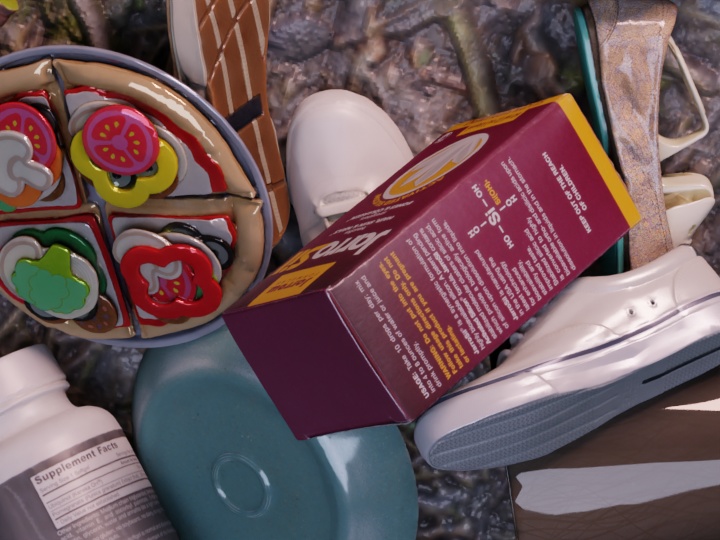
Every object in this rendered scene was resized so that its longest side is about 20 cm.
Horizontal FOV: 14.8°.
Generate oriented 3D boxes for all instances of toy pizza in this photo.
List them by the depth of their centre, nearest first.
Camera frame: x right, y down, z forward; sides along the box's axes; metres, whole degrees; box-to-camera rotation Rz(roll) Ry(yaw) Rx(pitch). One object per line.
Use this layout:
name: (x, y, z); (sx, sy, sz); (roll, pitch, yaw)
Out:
toy pizza: (-0.146, -0.033, 1.525); (0.200, 0.032, 0.201); (9, 128, 12)

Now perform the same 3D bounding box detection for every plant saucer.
plant saucer: (-0.060, 0.117, 1.594); (0.200, 0.036, 0.200); (17, 123, 28)

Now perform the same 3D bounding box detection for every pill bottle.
pill bottle: (-0.170, 0.148, 1.599); (0.111, 0.111, 0.200); (-30, 83, 15)

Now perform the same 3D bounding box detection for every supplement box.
supplement box: (0.039, -0.002, 1.487); (0.110, 0.200, 0.086); (-13, 112, 55)

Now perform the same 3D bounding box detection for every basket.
basket: (0.182, 0.107, 1.579); (0.199, 0.136, 0.181); (-9, 113, 3)

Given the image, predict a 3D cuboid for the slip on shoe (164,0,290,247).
slip on shoe: (-0.087, -0.106, 1.539); (0.060, 0.076, 0.200); (5, 116, 34)

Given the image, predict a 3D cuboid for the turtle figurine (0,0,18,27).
turtle figurine: (-0.275, -0.111, 1.544); (0.200, 0.064, 0.161); (33, 111, -10)

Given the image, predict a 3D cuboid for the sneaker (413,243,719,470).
sneaker: (0.111, 0.046, 1.499); (0.200, 0.071, 0.073); (-21, 150, -19)

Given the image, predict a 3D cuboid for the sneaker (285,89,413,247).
sneaker: (0.000, 0.000, 1.563); (0.075, 0.089, 0.200); (-7, 112, 8)

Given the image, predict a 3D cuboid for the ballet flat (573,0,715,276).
ballet flat: (0.162, -0.059, 1.543); (0.067, 0.068, 0.200); (-9, 114, -2)
